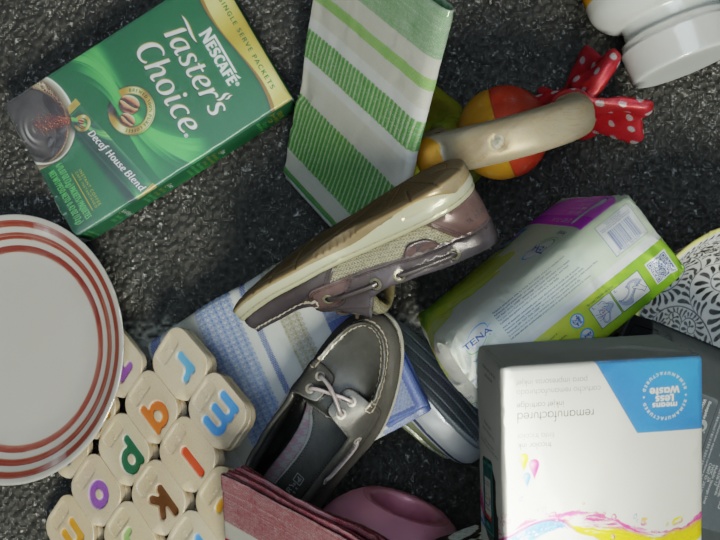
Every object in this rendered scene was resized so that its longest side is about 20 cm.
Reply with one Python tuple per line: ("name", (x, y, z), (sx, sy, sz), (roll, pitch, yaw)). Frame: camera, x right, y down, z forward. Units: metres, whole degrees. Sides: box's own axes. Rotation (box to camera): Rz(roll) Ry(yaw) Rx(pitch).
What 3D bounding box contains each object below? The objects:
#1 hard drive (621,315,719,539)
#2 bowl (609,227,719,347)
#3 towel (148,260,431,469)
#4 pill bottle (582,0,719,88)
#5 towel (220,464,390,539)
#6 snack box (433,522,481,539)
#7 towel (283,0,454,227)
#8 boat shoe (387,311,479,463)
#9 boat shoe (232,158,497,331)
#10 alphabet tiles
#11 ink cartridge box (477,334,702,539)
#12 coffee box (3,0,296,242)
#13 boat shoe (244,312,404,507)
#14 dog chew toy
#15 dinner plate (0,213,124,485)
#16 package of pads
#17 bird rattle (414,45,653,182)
("hard drive", (0.235, 0.128, 0.706), (0.197, 0.033, 0.142), (21, 89, -22))
("bowl", (0.240, 0.064, 0.768), (0.197, 0.094, 0.205), (-2, 97, -21))
("towel", (-0.057, 0.077, 0.795), (0.198, 0.024, 0.149), (-30, 85, 24))
("pill bottle", (0.206, -0.245, 0.794), (0.111, 0.113, 0.204), (-19, 85, 1))
("towel", (-0.030, 0.236, 0.692), (0.142, 0.023, 0.204), (18, 118, 39))
("snack box", (0.100, 0.222, 0.706), (0.197, 0.037, 0.118), (-16, 95, -14))
("towel", (0.001, -0.115, 0.748), (0.023, 0.153, 0.203), (-10, 130, -31))
("boat shoe", (0.012, 0.073, 0.814), (0.200, 0.072, 0.062), (45, 114, 8))
("boat shoe", (0.000, 0.000, 0.709), (0.198, 0.072, 0.065), (-30, 101, 28))
("alphabet tiles", (-0.156, 0.147, 0.788), (0.195, 0.015, 0.201), (44, 106, 30))
("ink cartridge box", (0.129, 0.145, 0.618), (0.114, 0.067, 0.204), (-3, 97, -5))
("coffee box", (-0.161, -0.127, 0.837), (0.198, 0.044, 0.124), (-31, 85, 1))
("boat shoe", (-0.033, 0.118, 0.745), (0.066, 0.057, 0.202), (36, 109, 16))
("dog chew toy", (0.001, 0.261, 0.771), (0.122, 0.125, 0.204), (19, 95, 4))
("dinner plate", (-0.265, 0.059, 0.827), (0.196, 0.024, 0.205), (-1, 87, 15))
("package of pads", (0.114, 0.019, 0.737), (0.154, 0.200, 0.069), (-39, 93, 0))
("bird rattle", (0.110, -0.095, 0.774), (0.196, 0.163, 0.115), (-3, 104, 12))
